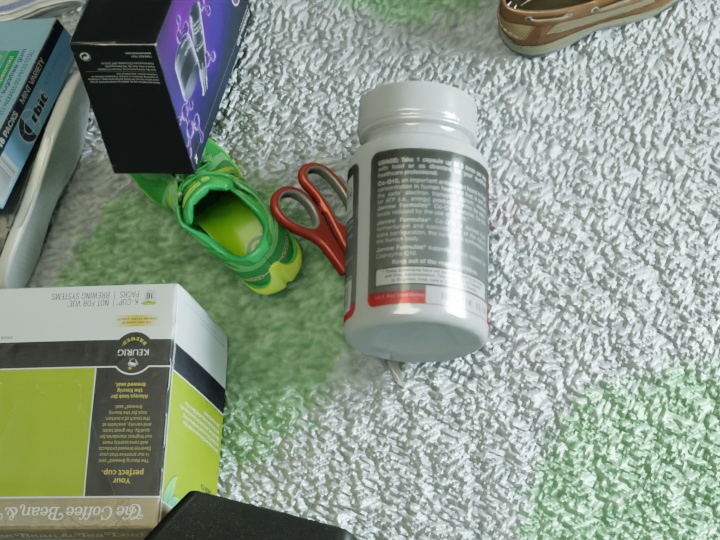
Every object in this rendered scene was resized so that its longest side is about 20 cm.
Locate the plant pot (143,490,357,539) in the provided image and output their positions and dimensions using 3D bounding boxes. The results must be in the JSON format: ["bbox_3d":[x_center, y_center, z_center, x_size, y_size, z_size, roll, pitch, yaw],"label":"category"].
[{"bbox_3d":[-0.083,0.277,1.515,0.198,0.200,0.178,11,63,18],"label":"plant pot"}]

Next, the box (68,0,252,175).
[{"bbox_3d":[-0.158,-0.197,1.691,0.078,0.142,0.201,3,48,13],"label":"box"}]

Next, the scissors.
[{"bbox_3d":[0.000,0.000,1.678,0.073,0.014,0.200,-29,77,-37],"label":"scissors"}]

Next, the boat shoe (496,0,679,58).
[{"bbox_3d":[0.202,-0.240,1.684,0.199,0.072,0.076,-29,66,3],"label":"boat shoe"}]

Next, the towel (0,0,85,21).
[{"bbox_3d":[-0.329,-0.304,1.875,0.146,0.024,0.201,-16,67,8],"label":"towel"}]

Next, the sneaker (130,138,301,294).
[{"bbox_3d":[-0.125,-0.065,1.701,0.200,0.084,0.074,41,85,24],"label":"sneaker"}]

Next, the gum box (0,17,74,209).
[{"bbox_3d":[-0.354,-0.133,1.760,0.199,0.045,0.171,2,57,32],"label":"gum box"}]

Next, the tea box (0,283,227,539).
[{"bbox_3d":[-0.222,0.124,1.631,0.199,0.134,0.198,-1,69,15],"label":"tea box"}]

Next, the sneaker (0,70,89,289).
[{"bbox_3d":[-0.302,-0.088,1.762,0.099,0.071,0.201,18,80,15],"label":"sneaker"}]

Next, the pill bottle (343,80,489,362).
[{"bbox_3d":[0.045,-0.038,1.630,0.113,0.114,0.201,-3,70,14],"label":"pill bottle"}]
